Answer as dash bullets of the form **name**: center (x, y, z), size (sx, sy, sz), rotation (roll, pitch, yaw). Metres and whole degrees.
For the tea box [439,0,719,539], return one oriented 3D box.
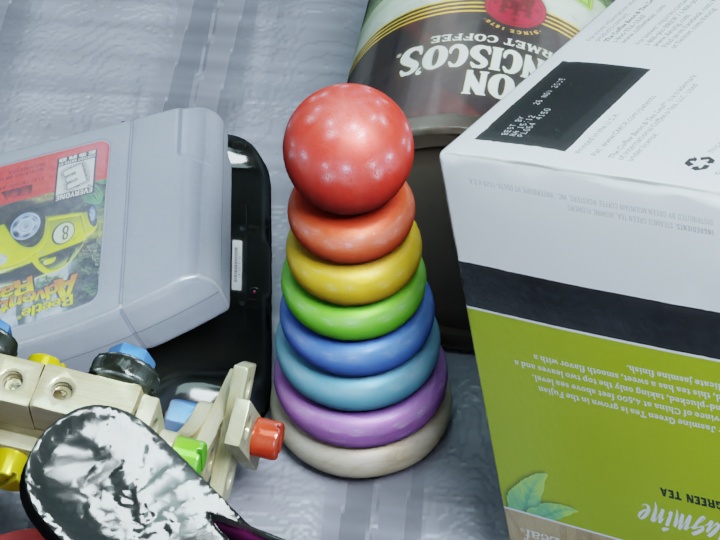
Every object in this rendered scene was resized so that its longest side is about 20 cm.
- **tea box**: center (0.152, -0.002, 0.874), size (0.134, 0.197, 0.200), rotation (12, 38, 34)

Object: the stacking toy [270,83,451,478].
- **stacking toy**: center (0.000, 0.000, 0.915), size (0.085, 0.200, 0.085), rotation (0, 47, 0)

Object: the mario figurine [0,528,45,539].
- **mario figurine**: center (-0.085, 0.176, 0.856), size (0.200, 0.106, 0.123), rotation (26, 16, 10)

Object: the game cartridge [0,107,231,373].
- **game cartridge**: center (-0.158, -0.002, 0.995), size (0.200, 0.041, 0.133), rotation (-14, 50, 12)

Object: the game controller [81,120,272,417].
- **game controller**: center (-0.095, 0.003, 1.032), size (0.104, 0.042, 0.200), rotation (8, 47, -11)

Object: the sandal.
- **sandal**: center (-0.044, 0.126, 0.794), size (0.200, 0.048, 0.075), rotation (38, 60, -1)

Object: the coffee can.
- **coffee can**: center (0.064, -0.082, 1.028), size (0.146, 0.146, 0.200), rotation (7, 47, 7)

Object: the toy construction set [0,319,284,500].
- **toy construction set**: center (-0.133, 0.071, 0.899), size (0.200, 0.131, 0.092), rotation (0, 58, 0)
